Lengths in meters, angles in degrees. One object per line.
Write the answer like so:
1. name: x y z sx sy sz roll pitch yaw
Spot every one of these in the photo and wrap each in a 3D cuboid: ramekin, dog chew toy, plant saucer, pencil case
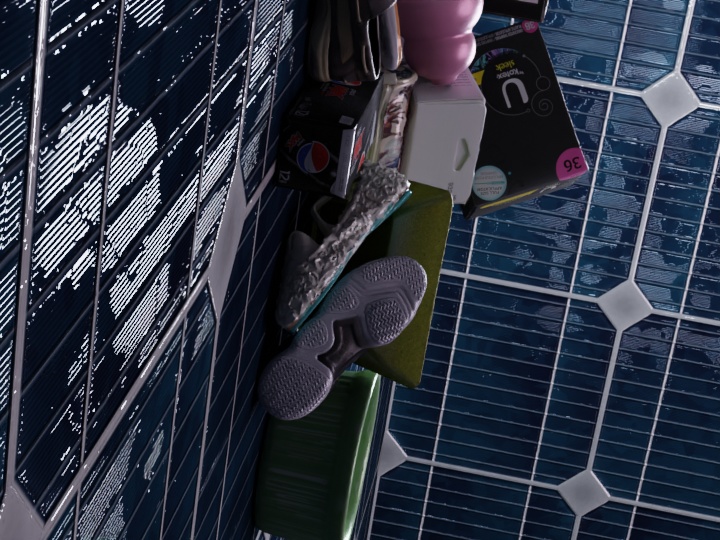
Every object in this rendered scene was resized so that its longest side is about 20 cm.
1. ramekin: -0.046 0.195 1.787 0.200 0.098 0.200 11 90 -85
2. dog chew toy: 0.077 -0.298 1.812 0.125 0.124 0.200 -65 148 -71
3. plant saucer: 0.000 0.000 1.721 0.200 0.048 0.200 19 -78 52
4. pencil case: 0.010 -0.131 1.842 0.089 0.078 0.200 -119 -146 -61

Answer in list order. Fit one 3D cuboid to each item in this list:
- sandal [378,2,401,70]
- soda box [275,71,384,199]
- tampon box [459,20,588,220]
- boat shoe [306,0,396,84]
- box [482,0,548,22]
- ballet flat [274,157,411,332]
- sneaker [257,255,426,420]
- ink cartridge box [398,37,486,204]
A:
1. sandal: 0.033 -0.285 1.562 0.079 0.059 0.207 134 -51 -76
2. soda box: -0.025 -0.129 1.526 0.200 0.063 0.071 -67 166 -67
3. tampon box: 0.172 -0.184 2.095 0.126 0.150 0.200 112 -42 -84
4. boat shoe: -0.001 -0.251 1.473 0.075 0.073 0.200 -74 173 -48
5. box: 0.126 -0.352 1.993 0.164 0.200 0.086 -56 156 -78
6. ballet flat: -0.031 -0.028 1.604 0.200 0.072 0.072 -50 162 -24
7. sneaker: -0.023 0.061 1.635 0.200 0.075 0.114 -44 -177 -7
8. ink cartridge box: 0.067 -0.190 1.944 0.200 0.084 0.145 -111 -158 -48
